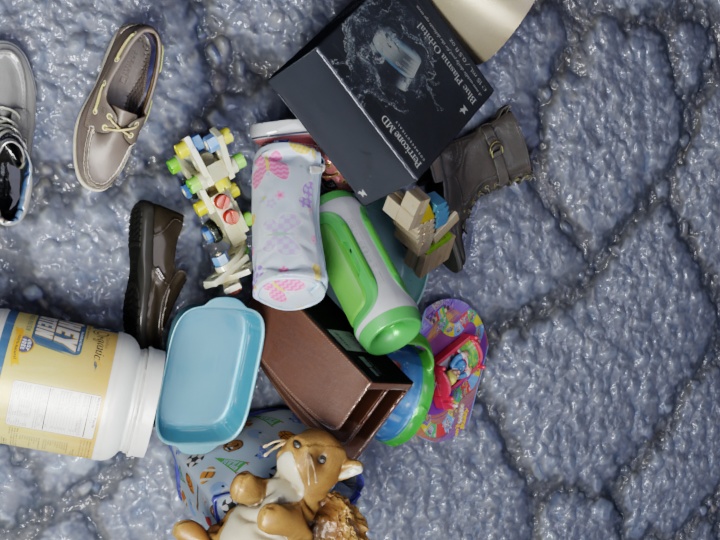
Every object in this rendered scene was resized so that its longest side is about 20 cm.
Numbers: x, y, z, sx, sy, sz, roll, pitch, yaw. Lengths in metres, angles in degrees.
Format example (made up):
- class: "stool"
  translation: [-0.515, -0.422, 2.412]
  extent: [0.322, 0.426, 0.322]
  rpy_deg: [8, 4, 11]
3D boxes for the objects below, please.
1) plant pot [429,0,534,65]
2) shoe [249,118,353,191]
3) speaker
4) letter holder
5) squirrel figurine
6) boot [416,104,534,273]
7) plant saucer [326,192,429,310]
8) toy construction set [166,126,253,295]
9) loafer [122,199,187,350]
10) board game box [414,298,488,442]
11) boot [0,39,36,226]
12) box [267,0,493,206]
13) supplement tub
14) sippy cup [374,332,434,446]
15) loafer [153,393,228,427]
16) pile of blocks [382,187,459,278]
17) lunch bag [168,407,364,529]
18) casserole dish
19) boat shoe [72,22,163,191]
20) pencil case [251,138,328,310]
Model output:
- class: "plant pot"
  translation: [0.113, -0.395, 1.366]
  extent: [0.199, 0.187, 0.189]
  rpy_deg: [29, 85, -14]
- class: "shoe"
  translation: [-0.047, -0.144, 1.371]
  extent: [0.198, 0.071, 0.092]
  rpy_deg: [-4, 96, -32]
- class: "speaker"
  translation: [0.000, 0.000, 1.313]
  extent: [0.088, 0.201, 0.089]
  rpy_deg: [-20, 150, -12]
- class: "letter holder"
  translation: [-0.062, 0.124, 1.315]
  extent: [0.143, 0.200, 0.100]
  rpy_deg: [-54, 151, 15]
- class: "squirrel figurine"
  translation: [-0.073, 0.274, 1.222]
  extent: [0.188, 0.141, 0.200]
  rpy_deg: [-57, 138, -12]
- class: "boot"
  translation: [0.169, -0.113, 1.495]
  extent: [0.173, 0.069, 0.202]
  rpy_deg: [-19, 106, -23]
- class: "plant saucer"
  translation: [0.000, -0.008, 1.444]
  extent: [0.198, 0.036, 0.203]
  rpy_deg: [-5, 101, -27]
- class: "toy construction set"
  translation: [-0.167, -0.075, 1.286]
  extent: [0.091, 0.131, 0.202]
  rpy_deg: [-17, 107, -23]
- class: "loafer"
  translation: [-0.240, 0.018, 1.297]
  extent: [0.071, 0.073, 0.203]
  rpy_deg: [1, 99, -27]
- class: "board game box"
  translation: [0.134, 0.143, 1.507]
  extent: [0.157, 0.039, 0.202]
  rpy_deg: [26, 76, -43]
- class: "boot"
  translation: [-0.381, -0.149, 1.178]
  extent: [0.073, 0.095, 0.203]
  rpy_deg: [-4, 101, -27]
- class: "box"
  translation: [0.029, -0.225, 1.322]
  extent: [0.197, 0.117, 0.200]
  rpy_deg: [51, 55, -15]
- class: "supplement tub"
  translation: [-0.328, 0.131, 1.208]
  extent: [0.198, 0.145, 0.146]
  rpy_deg: [12, 94, -13]
- class: "sippy cup"
  translation: [0.007, 0.147, 1.417]
  extent: [0.129, 0.139, 0.180]
  rpy_deg: [22, 88, -29]
- class: "loafer"
  translation: [-0.257, 0.159, 1.321]
  extent: [0.198, 0.063, 0.073]
  rpy_deg: [-6, 104, -27]
- class: "pile of blocks"
  translation: [0.075, -0.067, 1.381]
  extent: [0.082, 0.062, 0.200]
  rpy_deg: [-44, 157, -10]
- class: "lunch bag"
  translation: [-0.115, 0.259, 1.351]
  extent: [0.198, 0.170, 0.125]
  rpy_deg: [-18, 119, -25]
- class: "casserole dish"
  translation: [-0.183, 0.120, 1.282]
  extent: [0.120, 0.039, 0.202]
  rpy_deg: [4, 107, -31]
- class: "boat shoe"
  translation: [-0.278, -0.187, 1.247]
  extent: [0.071, 0.059, 0.202]
  rpy_deg: [19, 90, -30]
- class: "pencil case"
  translation: [-0.084, -0.054, 1.280]
  extent: [0.090, 0.083, 0.202]
  rpy_deg: [-2, 61, 0]
